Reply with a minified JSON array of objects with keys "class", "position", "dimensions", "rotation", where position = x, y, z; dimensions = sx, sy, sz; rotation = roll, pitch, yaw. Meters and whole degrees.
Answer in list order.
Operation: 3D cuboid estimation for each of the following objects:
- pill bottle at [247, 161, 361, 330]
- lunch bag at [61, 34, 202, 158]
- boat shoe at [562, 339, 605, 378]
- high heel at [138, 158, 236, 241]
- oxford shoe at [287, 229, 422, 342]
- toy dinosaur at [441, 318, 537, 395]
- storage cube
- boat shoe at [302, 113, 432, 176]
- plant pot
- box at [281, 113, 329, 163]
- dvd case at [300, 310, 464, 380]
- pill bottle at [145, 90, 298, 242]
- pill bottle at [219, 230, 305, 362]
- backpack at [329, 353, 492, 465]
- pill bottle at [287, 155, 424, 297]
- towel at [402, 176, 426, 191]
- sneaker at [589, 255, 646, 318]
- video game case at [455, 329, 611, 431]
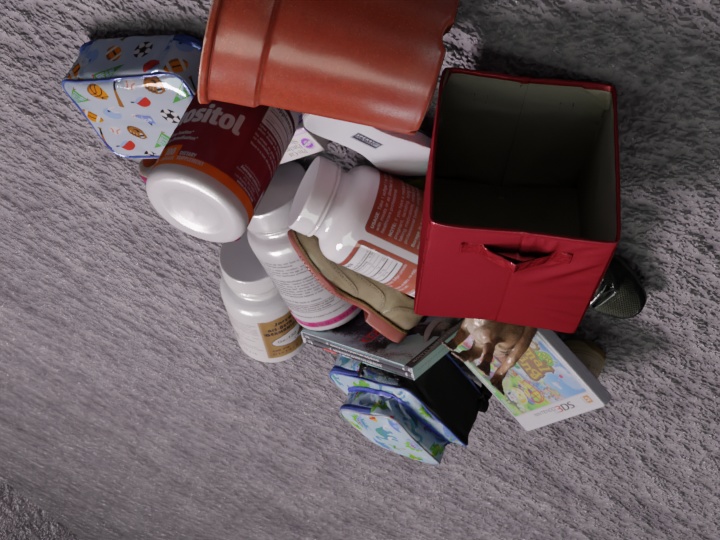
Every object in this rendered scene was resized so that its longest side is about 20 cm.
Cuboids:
[{"class":"pill bottle","position":[-0.071,-0.030,1.351],"dimensions":[0.112,0.114,0.201],"rotation":[3,139,32]},{"class":"lunch bag","position":[-0.235,-0.193,1.253],"dimensions":[0.198,0.076,0.161],"rotation":[5,148,29]},{"class":"boat shoe","position":[0.235,0.140,1.465],"dimensions":[0.071,0.065,0.199],"rotation":[39,147,-26]},{"class":"high heel","position":[-0.212,-0.094,1.337],"dimensions":[0.097,0.067,0.200],"rotation":[57,171,-31]},{"class":"oxford shoe","position":[0.000,0.000,1.275],"dimensions":[0.075,0.071,0.200],"rotation":[-44,119,14]},{"class":"toy dinosaur","position":[0.170,0.060,1.267],"dimensions":[0.086,0.136,0.200],"rotation":[37,176,29]},{"class":"storage cube","position":[0.144,-0.062,1.050],"dimensions":[0.169,0.202,0.180],"rotation":[6,151,1]},{"class":"boat shoe","position":[0.017,-0.157,1.138],"dimensions":[0.199,0.069,0.071],"rotation":[19,152,-40]},{"class":"plant pot","position":[-0.022,-0.217,0.954],"dimensions":[0.193,0.203,0.201],"rotation":[16,151,-3]},{"class":"box","position":[-0.112,-0.146,1.272],"dimensions":[0.199,0.039,0.041],"rotation":[-10,138,45]},{"class":"dvd case","position":[0.041,0.069,1.373],"dimensions":[0.199,0.146,0.022],"rotation":[16,131,44]},{"class":"pill bottle","position":[-0.133,-0.139,1.133],"dimensions":[0.112,0.201,0.113],"rotation":[17,151,10]},{"class":"pill bottle","position":[-0.133,0.032,1.505],"dimensions":[0.113,0.115,0.201],"rotation":[15,150,15]},{"class":"backpack","position":[0.053,0.175,1.551],"dimensions":[0.199,0.148,0.183],"rotation":[13,155,50]},{"class":"pill bottle","position":[0.026,-0.046,1.199],"dimensions":[0.198,0.113,0.112],"rotation":[24,152,-15]},{"class":"towel","position":[0.140,-0.051,1.267],"dimensions":[0.200,0.023,0.143],"rotation":[42,147,-28]},{"class":"sneaker","position":[0.245,0.016,1.196],"dimensions":[0.199,0.115,0.076],"rotation":[37,120,-28]},{"class":"video game case","position":[0.199,0.114,1.393],"dimensions":[0.200,0.022,0.182],"rotation":[47,150,-4]}]
